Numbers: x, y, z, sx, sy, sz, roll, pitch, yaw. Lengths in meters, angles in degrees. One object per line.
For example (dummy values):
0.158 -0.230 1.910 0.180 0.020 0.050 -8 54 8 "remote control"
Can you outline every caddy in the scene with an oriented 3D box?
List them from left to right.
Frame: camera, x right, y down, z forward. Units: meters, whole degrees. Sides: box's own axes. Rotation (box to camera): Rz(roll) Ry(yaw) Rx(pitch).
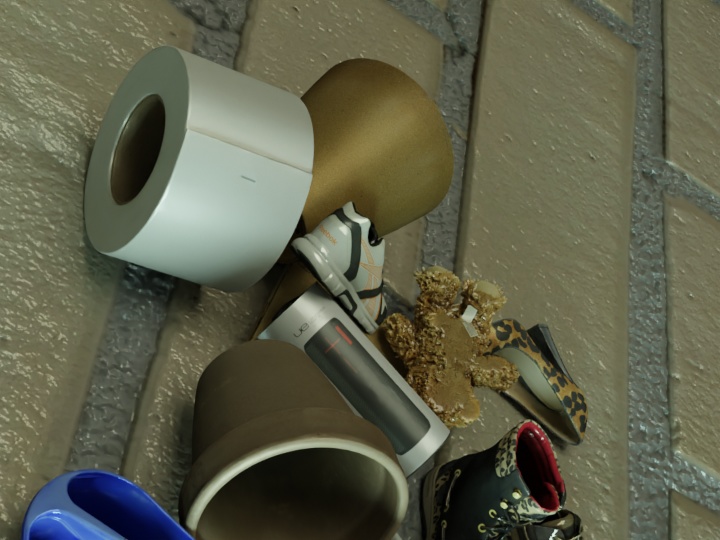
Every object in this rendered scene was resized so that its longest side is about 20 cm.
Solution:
-0.192 0.252 1.265 0.200 0.105 0.142 44 41 -7 "caddy"

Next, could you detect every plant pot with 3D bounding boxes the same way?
-0.077 0.159 1.406 0.199 0.201 0.175 17 32 -33 "plant pot"
-0.032 -0.092 1.635 0.187 0.186 0.200 49 47 0 "plant pot"

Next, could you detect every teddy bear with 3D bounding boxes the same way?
0.090 0.082 1.643 0.144 0.067 0.201 6 56 -19 "teddy bear"

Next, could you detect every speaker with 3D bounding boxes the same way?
-0.008 0.108 1.535 0.200 0.081 0.081 49 40 -1 "speaker"

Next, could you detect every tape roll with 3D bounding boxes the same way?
-0.153 -0.093 1.496 0.138 0.202 0.204 19 49 -33 "tape roll"

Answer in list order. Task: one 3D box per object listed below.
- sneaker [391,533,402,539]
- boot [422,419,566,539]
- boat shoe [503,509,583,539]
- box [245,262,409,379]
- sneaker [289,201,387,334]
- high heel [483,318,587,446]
0.039 0.315 1.468 0.073 0.112 0.200 -37 52 -16 "sneaker"
0.129 0.252 1.525 0.073 0.150 0.201 22 48 -28 "boot"
0.187 0.276 1.621 0.074 0.073 0.201 -25 79 -49 "boat shoe"
-0.017 0.091 1.616 0.200 0.021 0.164 40 41 -13 "box"
0.000 0.000 1.564 0.074 0.080 0.200 45 -4 24 "sneaker"
0.170 0.127 1.725 0.199 0.071 0.144 0 61 -46 "high heel"
